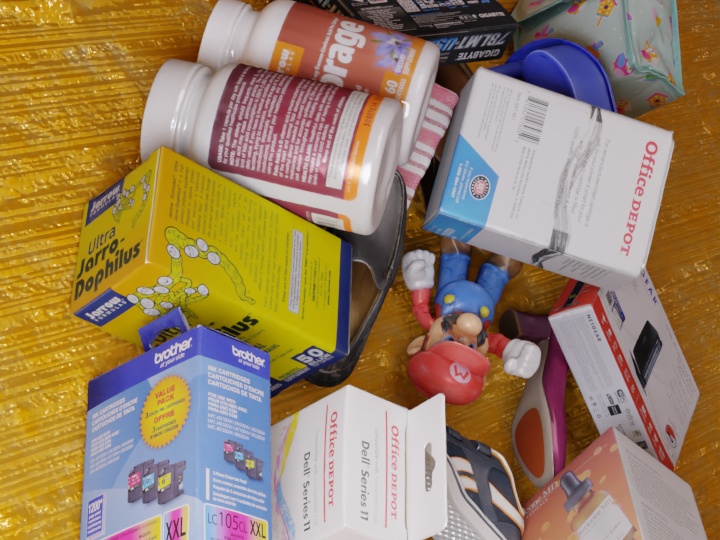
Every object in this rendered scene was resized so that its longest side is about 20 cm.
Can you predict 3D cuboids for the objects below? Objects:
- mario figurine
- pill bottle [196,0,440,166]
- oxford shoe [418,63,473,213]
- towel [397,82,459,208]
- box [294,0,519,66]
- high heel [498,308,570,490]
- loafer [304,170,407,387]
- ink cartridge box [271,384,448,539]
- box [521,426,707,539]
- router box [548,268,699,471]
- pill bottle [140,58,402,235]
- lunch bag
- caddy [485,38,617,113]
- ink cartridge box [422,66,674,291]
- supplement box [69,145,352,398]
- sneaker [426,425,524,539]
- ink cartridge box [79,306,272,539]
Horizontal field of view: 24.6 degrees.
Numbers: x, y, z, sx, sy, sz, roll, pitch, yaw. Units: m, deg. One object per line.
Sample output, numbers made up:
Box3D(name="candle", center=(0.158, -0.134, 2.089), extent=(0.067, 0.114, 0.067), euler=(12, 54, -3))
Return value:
Box3D(name="mario figurine", center=(0.102, 0.036, 1.514), extent=(0.201, 0.122, 0.107), euler=(-74, 148, -47))
Box3D(name="pill bottle", center=(-0.038, -0.171, 1.444), extent=(0.198, 0.113, 0.113), euler=(17, 47, 4))
Box3D(name="oxford shoe", center=(0.083, -0.133, 1.636), extent=(0.071, 0.071, 0.202), euler=(10, 61, -36))
Box3D(name="towel", center=(-0.005, -0.120, 1.511), extent=(0.145, 0.030, 0.201), euler=(26, 56, 1))
Box3D(name="box", center=(0.023, -0.277, 1.600), extent=(0.199, 0.050, 0.199), euler=(-13, 53, -41))
Box3D(name="high heel", center=(0.194, 0.126, 1.589), extent=(0.095, 0.067, 0.202), euler=(14, 54, -28))
Box3D(name="loafer", center=(0.000, 0.000, 1.405), extent=(0.072, 0.072, 0.202), euler=(16, 77, -7))
Box3D(name="ink cartridge box", center=(-0.024, 0.165, 1.243), extent=(0.067, 0.199, 0.118), euler=(24, 51, -34))
Box3D(name="box", center=(0.215, 0.264, 1.420), extent=(0.106, 0.152, 0.201), euler=(36, 22, -20))
Box3D(name="router box", center=(0.268, 0.087, 1.656), extent=(0.201, 0.048, 0.180), euler=(64, 30, -15))
Box3D(name="pill bottle", center=(-0.072, -0.106, 1.357), extent=(0.198, 0.115, 0.115), euler=(14, 47, 8))
Box3D(name="lunch bag", center=(0.255, -0.260, 1.805), extent=(0.121, 0.170, 0.202), euler=(19, 58, -39))
Box3D(name="caddy", center=(0.193, -0.136, 1.678), extent=(0.105, 0.140, 0.202), euler=(-10, 85, -57))
Box3D(name="ink cartridge box", center=(0.175, -0.083, 1.541), extent=(0.198, 0.084, 0.147), euler=(18, 76, -6))
Box3D(name="supplement box", center=(-0.115, 0.007, 1.314), extent=(0.199, 0.108, 0.110), euler=(27, 50, -32))
Box3D(name="sneaker", center=(0.073, 0.177, 1.434), extent=(0.201, 0.078, 0.080), euler=(53, 44, -25))
Box3D(name="ink cartridge box", center=(-0.134, 0.131, 1.199), extent=(0.076, 0.136, 0.202), euler=(27, 50, -39))
